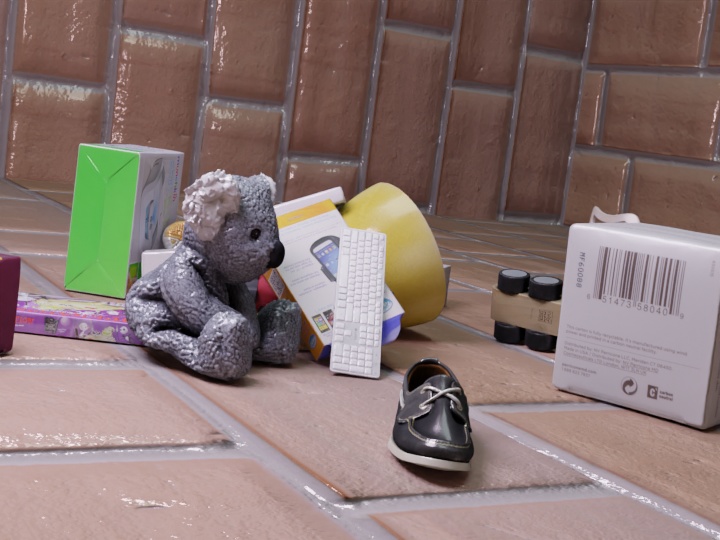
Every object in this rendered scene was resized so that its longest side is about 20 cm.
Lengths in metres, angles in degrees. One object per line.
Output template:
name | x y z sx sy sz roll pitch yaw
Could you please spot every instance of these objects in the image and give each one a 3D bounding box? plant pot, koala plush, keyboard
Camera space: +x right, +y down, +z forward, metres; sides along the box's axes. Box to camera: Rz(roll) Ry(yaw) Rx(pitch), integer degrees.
plant pot | 0.000 0.000 1.549 0.141 0.202 0.200 -22 20 -24
koala plush | -0.151 -0.012 1.236 0.182 0.202 0.177 20 11 19
keyboard | -0.002 0.034 1.330 0.056 0.201 0.011 13 -37 -12

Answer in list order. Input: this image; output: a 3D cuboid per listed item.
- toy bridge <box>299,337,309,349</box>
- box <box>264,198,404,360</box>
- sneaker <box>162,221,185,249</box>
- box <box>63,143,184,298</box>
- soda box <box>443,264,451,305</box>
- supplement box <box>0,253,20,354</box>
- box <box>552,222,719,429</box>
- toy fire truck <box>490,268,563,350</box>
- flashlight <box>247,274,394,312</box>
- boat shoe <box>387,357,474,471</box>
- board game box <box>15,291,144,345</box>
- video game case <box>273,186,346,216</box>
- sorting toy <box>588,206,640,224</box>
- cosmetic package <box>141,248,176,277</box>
toy bridge | -0.083 0.077 1.399 0.199 0.027 0.067 1 12 -39
box | -0.038 0.017 1.360 0.118 0.201 0.042 -20 -22 -31
sneaker | -0.221 -0.011 1.717 0.199 0.076 0.087 27 -21 -36
box | -0.333 -0.074 1.636 0.096 0.202 0.176 9 7 11
soda box | 0.083 0.026 1.796 0.063 0.069 0.200 10 8 19
supplement box | -0.456 0.024 1.132 0.198 0.104 0.131 10 6 14
box | 0.353 0.054 1.331 0.198 0.202 0.171 12 11 40
toy fire truck | 0.300 0.060 1.642 0.175 0.130 0.199 12 19 34
flashlight | -0.060 0.030 1.404 0.198 0.068 0.068 7 16 -11
boat shoe | 0.062 0.126 1.014 0.071 0.068 0.200 9 9 -1
board game box | -0.335 0.053 1.335 0.198 0.033 0.120 7 12 -5
video game case | -0.116 -0.071 1.584 0.198 0.023 0.182 -16 0 0
sorting toy | 0.434 -0.017 2.036 0.106 0.182 0.200 4 8 -28
cosmetic package | -0.192 0.002 1.554 0.198 0.075 0.102 -2 3 -8
